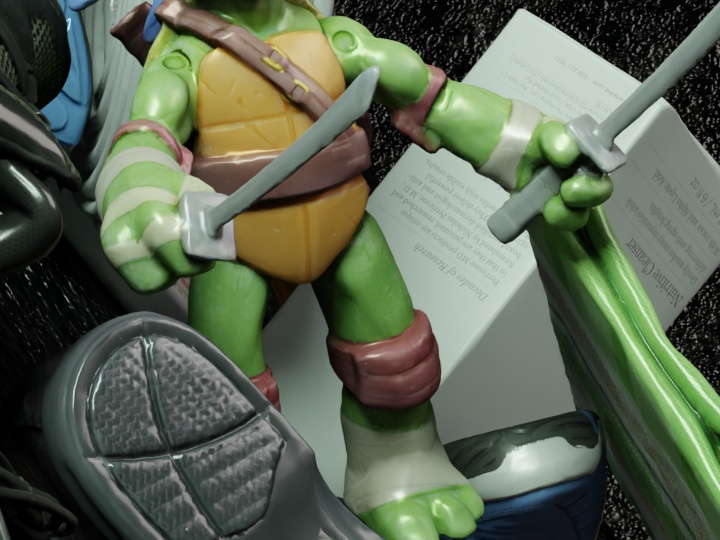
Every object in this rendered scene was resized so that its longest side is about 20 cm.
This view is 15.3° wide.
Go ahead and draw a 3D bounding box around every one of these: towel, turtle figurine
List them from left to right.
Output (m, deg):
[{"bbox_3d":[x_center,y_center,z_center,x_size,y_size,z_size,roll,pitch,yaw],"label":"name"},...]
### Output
[{"bbox_3d":[0.000,0.000,0.723,0.144,0.199,0.195,-42,136,-53],"label":"turtle figurine"},{"bbox_3d":[0.104,0.059,0.842,0.149,0.031,0.200,59,-4,25],"label":"towel"}]

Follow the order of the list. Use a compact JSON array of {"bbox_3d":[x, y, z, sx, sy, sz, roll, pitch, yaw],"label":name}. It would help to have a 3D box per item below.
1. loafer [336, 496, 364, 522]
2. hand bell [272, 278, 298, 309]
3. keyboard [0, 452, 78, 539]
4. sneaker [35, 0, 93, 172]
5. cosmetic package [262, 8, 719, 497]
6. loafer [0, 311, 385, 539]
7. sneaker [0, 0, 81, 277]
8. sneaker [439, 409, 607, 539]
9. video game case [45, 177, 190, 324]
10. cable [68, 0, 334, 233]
[{"bbox_3d":[0.039,0.157,0.840,0.200,0.072,0.063,53,-6,27],"label":"loafer"},{"bbox_3d":[-0.032,-0.010,1.091,0.104,0.104,0.201,-87,153,-83],"label":"hand bell"},{"bbox_3d":[-0.071,0.079,0.557,0.200,0.021,0.127,50,11,-54],"label":"keyboard"},{"bbox_3d":[-0.146,-0.117,0.911,0.200,0.071,0.083,53,10,18],"label":"sneaker"},{"bbox_3d":[0.044,0.018,1.004,0.081,0.200,0.113,35,-2,35],"label":"cosmetic package"},{"bbox_3d":[-0.018,0.098,0.680,0.200,0.072,0.063,54,-35,-11],"label":"loafer"},{"bbox_3d":[-0.110,-0.035,0.663,0.114,0.076,0.199,57,8,10],"label":"sneaker"},{"bbox_3d":[0.050,0.111,0.912,0.200,0.075,0.077,102,-27,-60],"label":"sneaker"},{"bbox_3d":[-0.097,-0.027,1.077,0.200,0.023,0.182,52,5,-32],"label":"video game case"},{"bbox_3d":[-0.057,-0.108,0.910,0.200,0.069,0.201,113,-23,-51],"label":"cable"}]
